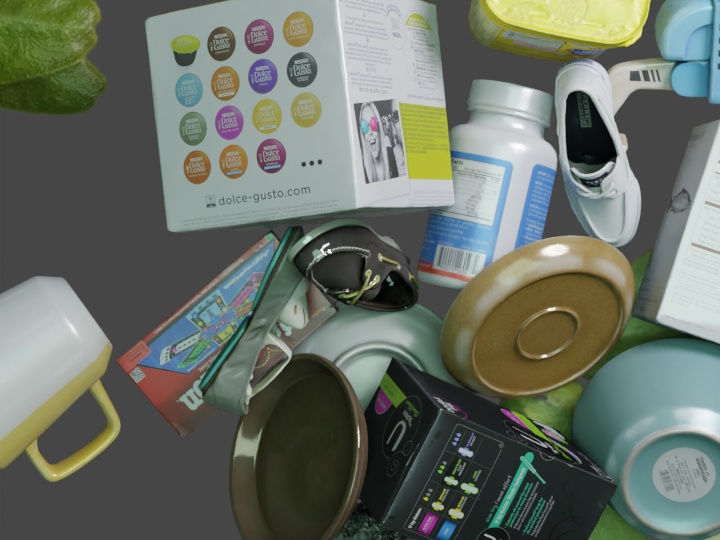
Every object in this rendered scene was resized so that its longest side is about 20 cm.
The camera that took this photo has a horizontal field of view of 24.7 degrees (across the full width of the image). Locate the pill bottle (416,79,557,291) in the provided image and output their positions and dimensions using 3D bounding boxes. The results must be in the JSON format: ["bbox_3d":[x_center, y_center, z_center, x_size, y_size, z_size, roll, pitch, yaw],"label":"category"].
[{"bbox_3d":[0.127,-0.076,1.573,0.112,0.112,0.200,13,90,-1],"label":"pill bottle"}]

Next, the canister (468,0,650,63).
[{"bbox_3d":[0.178,-0.247,1.527,0.148,0.200,0.087,11,90,-2],"label":"canister"}]

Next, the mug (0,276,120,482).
[{"bbox_3d":[-0.317,0.093,1.571,0.153,0.187,0.149,-36,59,-9],"label":"mug"}]

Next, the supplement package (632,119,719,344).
[{"bbox_3d":[0.354,-0.031,1.576,0.117,0.117,0.200,18,90,-1],"label":"supplement package"}]

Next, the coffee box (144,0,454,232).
[{"bbox_3d":[-0.051,-0.143,1.490,0.200,0.200,0.198,-6,90,29],"label":"coffee box"}]

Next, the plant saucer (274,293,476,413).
[{"bbox_3d":[0.015,0.123,1.604,0.200,0.050,0.200,0,91,-1],"label":"plant saucer"}]

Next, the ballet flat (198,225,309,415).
[{"bbox_3d":[-0.084,0.050,1.553,0.064,0.067,0.200,29,109,-4],"label":"ballet flat"}]

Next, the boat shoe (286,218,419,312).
[{"bbox_3d":[0.000,0.000,1.525,0.072,0.201,0.061,-38,70,17],"label":"boat shoe"}]

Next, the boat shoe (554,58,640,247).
[{"bbox_3d":[0.219,-0.099,1.563,0.074,0.065,0.200,-11,119,20],"label":"boat shoe"}]

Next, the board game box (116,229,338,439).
[{"bbox_3d":[-0.130,0.063,1.603,0.200,0.019,0.103,-40,92,7],"label":"board game box"}]

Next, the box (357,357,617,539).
[{"bbox_3d":[0.105,0.190,1.525,0.200,0.149,0.124,24,97,-21],"label":"box"}]

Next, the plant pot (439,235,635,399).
[{"bbox_3d":[0.172,0.053,1.553,0.200,0.027,0.200,-12,134,-13],"label":"plant pot"}]

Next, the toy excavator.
[{"bbox_3d":[0.302,-0.200,1.572,0.200,0.100,0.195,1,115,6],"label":"toy excavator"}]

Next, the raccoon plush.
[{"bbox_3d":[-0.015,0.272,1.561,0.200,0.134,0.097,0,91,-1],"label":"raccoon plush"}]

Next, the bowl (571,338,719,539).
[{"bbox_3d":[0.300,0.176,1.551,0.201,0.105,0.201,3,113,6],"label":"bowl"}]

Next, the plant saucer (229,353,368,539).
[{"bbox_3d":[-0.056,0.178,1.542,0.029,0.200,0.200,15,90,-36],"label":"plant saucer"}]
